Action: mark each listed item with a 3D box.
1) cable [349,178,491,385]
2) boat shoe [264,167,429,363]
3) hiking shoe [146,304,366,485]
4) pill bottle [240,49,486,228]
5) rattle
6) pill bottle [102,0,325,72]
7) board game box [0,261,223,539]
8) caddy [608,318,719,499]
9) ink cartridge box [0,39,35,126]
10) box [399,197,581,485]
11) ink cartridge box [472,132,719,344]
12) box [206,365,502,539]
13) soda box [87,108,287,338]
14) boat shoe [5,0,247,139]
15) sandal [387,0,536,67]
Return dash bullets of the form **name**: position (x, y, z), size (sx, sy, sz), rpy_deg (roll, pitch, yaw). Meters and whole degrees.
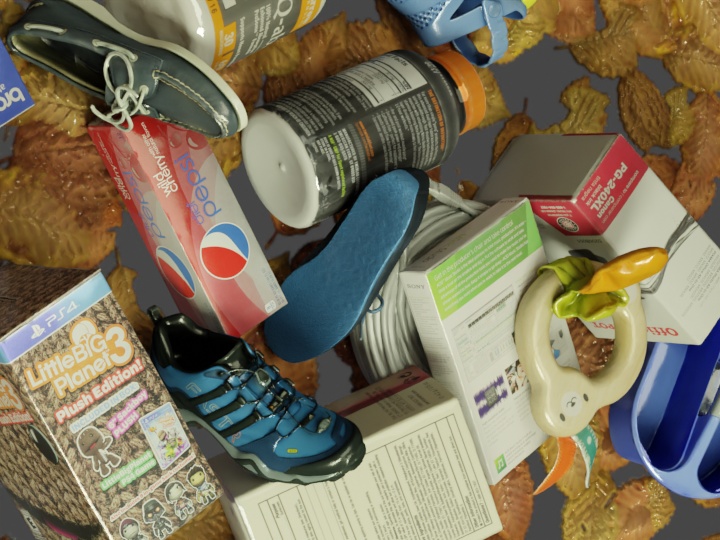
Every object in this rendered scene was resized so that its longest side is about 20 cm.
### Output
- **cable**: position (0.078, 0.038, 1.840), size (0.200, 0.069, 0.200), rpy_deg (22, 81, -33)
- **boat shoe**: position (0.000, 0.000, 1.739), size (0.084, 0.200, 0.069), rpy_deg (48, 28, 6)
- **hiking shoe**: position (-0.087, 0.100, 1.650), size (0.074, 0.200, 0.087), rpy_deg (-51, 152, -36)
- **pill bottle**: position (0.009, -0.118, 1.763), size (0.200, 0.106, 0.106), rpy_deg (-26, 106, -30)
- **rattle**: position (0.203, 0.088, 1.755), size (0.130, 0.143, 0.200), rpy_deg (22, 75, -42)
- **pill bottle**: position (-0.096, -0.230, 1.677), size (0.200, 0.116, 0.117), rpy_deg (-33, 110, -37)
- **board game box**: position (-0.219, 0.104, 1.588), size (0.097, 0.159, 0.200), rpy_deg (-37, 110, -27)
- **caddy**: position (0.316, 0.111, 1.957), size (0.141, 0.105, 0.200), rpy_deg (24, 79, -12)
- **ink cartridge box**: position (-0.346, -0.112, 1.563), size (0.200, 0.044, 0.094), rpy_deg (-37, 113, -28)
- **box**: position (0.115, 0.058, 1.790), size (0.144, 0.036, 0.200), rpy_deg (-34, 116, -39)
- **ink cartridge box**: position (0.220, -0.026, 1.885), size (0.200, 0.145, 0.083), rpy_deg (46, 67, -26)
- **box**: position (-0.006, 0.182, 1.730), size (0.200, 0.109, 0.128), rpy_deg (-23, 109, -11)
- **soda box**: position (-0.137, -0.043, 1.690), size (0.063, 0.070, 0.200), rpy_deg (-35, 111, -25)
- **boat shoe**: position (-0.177, -0.147, 1.599), size (0.200, 0.075, 0.062), rpy_deg (32, 57, 15)
- **sandal**: position (0.068, -0.230, 1.818), size (0.200, 0.079, 0.087), rpy_deg (13, 88, -32)
